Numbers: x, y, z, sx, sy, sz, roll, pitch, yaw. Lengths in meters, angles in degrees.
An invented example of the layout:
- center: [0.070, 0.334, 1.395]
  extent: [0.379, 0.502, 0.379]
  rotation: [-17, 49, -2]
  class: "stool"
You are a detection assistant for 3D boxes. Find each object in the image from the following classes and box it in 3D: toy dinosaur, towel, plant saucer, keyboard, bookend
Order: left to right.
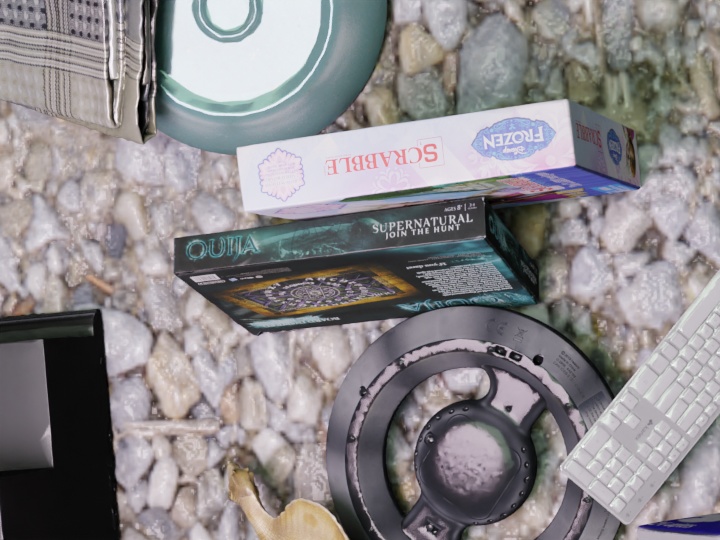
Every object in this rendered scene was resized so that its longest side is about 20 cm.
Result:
- center: [-0.236, 0.130, 1.499]
  extent: [0.091, 0.200, 0.200]
  rotation: [-5, 89, 17]
  class: "bookend"
- center: [-0.203, -0.191, 1.520]
  extent: [0.199, 0.034, 0.194]
  rotation: [16, 110, 40]
  class: "towel"
- center: [-0.083, -0.171, 1.511]
  extent: [0.198, 0.036, 0.202]
  rotation: [2, 102, 8]
  class: "plant saucer"
- center: [-0.020, 0.193, 1.486]
  extent: [0.199, 0.058, 0.102]
  rotation: [24, 124, 27]
  class: "toy dinosaur"
- center: [0.205, 0.061, 1.436]
  extent: [0.056, 0.011, 0.200]
  rotation: [39, 91, -9]
  class: "keyboard"

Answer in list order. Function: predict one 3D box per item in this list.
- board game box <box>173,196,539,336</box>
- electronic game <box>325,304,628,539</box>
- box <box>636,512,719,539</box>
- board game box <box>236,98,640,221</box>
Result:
- center: [0.000, 0.000, 1.460]
  extent: [0.199, 0.135, 0.028]
  rotation: [-6, 70, 17]
  class: "board game box"
- center: [0.073, 0.121, 1.485]
  extent: [0.199, 0.042, 0.202]
  rotation: [3, 99, 18]
  class: "electronic game"
- center: [0.277, 0.223, 1.340]
  extent: [0.199, 0.105, 0.185]
  rotation: [-7, 88, -23]
  class: "box"
- center: [0.053, -0.061, 1.410]
  extent: [0.198, 0.200, 0.041]
  rotation: [-7, 86, 18]
  class: "board game box"
